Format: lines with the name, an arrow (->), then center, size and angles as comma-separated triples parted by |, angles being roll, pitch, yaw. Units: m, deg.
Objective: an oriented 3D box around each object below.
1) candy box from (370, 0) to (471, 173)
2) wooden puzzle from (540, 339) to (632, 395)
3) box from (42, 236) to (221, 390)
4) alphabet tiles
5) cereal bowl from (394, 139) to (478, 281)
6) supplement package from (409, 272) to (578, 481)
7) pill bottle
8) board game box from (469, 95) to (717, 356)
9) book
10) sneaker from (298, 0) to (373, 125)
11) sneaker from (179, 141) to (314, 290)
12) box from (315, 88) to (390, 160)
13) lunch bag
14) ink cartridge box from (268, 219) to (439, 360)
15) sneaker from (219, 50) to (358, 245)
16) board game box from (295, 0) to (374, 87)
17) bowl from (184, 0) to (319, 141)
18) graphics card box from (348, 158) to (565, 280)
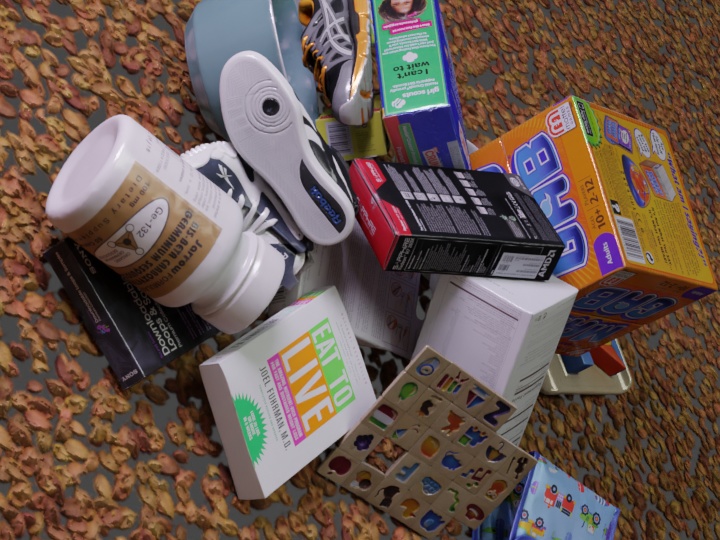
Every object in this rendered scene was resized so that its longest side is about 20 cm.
candy box -> 0.065, -0.185, 1.710 | 0.170, 0.076, 0.201 | 70, 10, -51
wooden puzzle -> 0.264, 0.063, 2.008 | 0.199, 0.046, 0.187 | 3, 63, -50
box -> -0.188, 0.010, 1.488 | 0.144, 0.036, 0.200 | 58, 35, -1
alphabet tiles -> 0.079, 0.181, 1.596 | 0.199, 0.167, 0.008 | 35, 13, -31
cereal bowl -> 0.099, -0.056, 1.855 | 0.199, 0.083, 0.202 | 30, 44, -35
supplement package -> 0.124, 0.093, 1.656 | 0.113, 0.202, 0.109 | 30, 27, 24
pill bottle -> -0.167, -0.034, 1.416 | 0.200, 0.114, 0.115 | 39, 39, -26
board game box -> 0.236, -0.041, 1.772 | 0.199, 0.199, 0.202 | 11, 58, -48
book -> -0.069, 0.111, 1.522 | 0.200, 0.048, 0.135 | -35, 113, -52
sneaker -> -0.025, -0.217, 1.644 | 0.201, 0.076, 0.079 | -93, 180, -48
sneaker -> -0.106, -0.042, 1.527 | 0.130, 0.079, 0.199 | 60, 15, 21
box -> -0.001, -0.158, 1.744 | 0.200, 0.074, 0.051 | -67, 149, -74
lunch bag -> 0.184, 0.318, 1.702 | 0.150, 0.094, 0.202 | 35, 53, -33
ink cartridge box -> 0.000, 0.000, 1.683 | 0.199, 0.050, 0.163 | 27, 64, -41
sneaker -> -0.070, -0.124, 1.544 | 0.201, 0.073, 0.112 | 61, 11, -14
board game box -> -0.038, -0.281, 1.833 | 0.103, 0.105, 0.200 | 54, 34, -6
bowl -> -0.114, -0.209, 1.646 | 0.201, 0.104, 0.203 | -13, 90, -83
graphics card box -> 0.093, -0.051, 1.610 | 0.198, 0.051, 0.126 | 2, 38, -28
